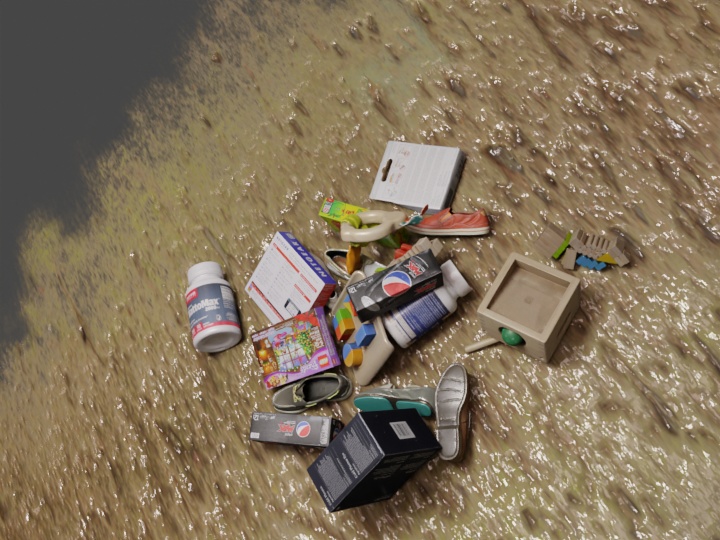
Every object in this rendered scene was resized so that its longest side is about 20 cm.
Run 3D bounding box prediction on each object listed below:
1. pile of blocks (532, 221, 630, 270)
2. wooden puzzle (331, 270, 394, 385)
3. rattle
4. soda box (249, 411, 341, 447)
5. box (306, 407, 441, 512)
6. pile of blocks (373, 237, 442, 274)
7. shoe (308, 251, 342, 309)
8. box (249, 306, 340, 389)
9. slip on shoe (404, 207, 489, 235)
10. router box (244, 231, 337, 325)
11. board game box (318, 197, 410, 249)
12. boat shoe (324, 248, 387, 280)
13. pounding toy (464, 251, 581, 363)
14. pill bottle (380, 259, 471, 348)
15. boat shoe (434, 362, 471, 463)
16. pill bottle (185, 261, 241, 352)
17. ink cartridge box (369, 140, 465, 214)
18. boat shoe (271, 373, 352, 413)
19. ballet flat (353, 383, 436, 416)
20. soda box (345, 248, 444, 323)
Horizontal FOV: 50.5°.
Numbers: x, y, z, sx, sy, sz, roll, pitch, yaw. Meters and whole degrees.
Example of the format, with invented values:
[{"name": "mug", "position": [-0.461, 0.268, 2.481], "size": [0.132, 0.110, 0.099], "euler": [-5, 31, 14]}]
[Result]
[{"name": "pile of blocks", "position": [0.472, -0.048, 1.624], "size": [0.197, 0.083, 0.062], "euler": [17, 34, 19]}, {"name": "wooden puzzle", "position": [-0.008, 0.132, 1.693], "size": [0.046, 0.186, 0.202], "euler": [-8, 60, -29]}, {"name": "rattle", "position": [0.059, -0.064, 1.686], "size": [0.196, 0.130, 0.145], "euler": [-7, 99, 2]}, {"name": "soda box", "position": [-0.145, 0.357, 1.703], "size": [0.197, 0.071, 0.064], "euler": [0, 72, 22]}, {"name": "box", "position": [0.027, 0.376, 1.529], "size": [0.183, 0.199, 0.105], "euler": [-51, 57, 22]}, {"name": "pile of blocks", "position": [0.086, -0.017, 1.698], "size": [0.199, 0.062, 0.082], "euler": [-38, 16, 3]}, {"name": "shoe", "position": [-0.105, 0.014, 1.840], "size": [0.070, 0.053, 0.200], "euler": [-44, 60, 1]}, {"name": "box", "position": [-0.152, 0.180, 1.755], "size": [0.198, 0.039, 0.139], "euler": [-23, 83, 29]}, {"name": "slip on shoe", "position": [0.196, -0.113, 1.744], "size": [0.197, 0.074, 0.062], "euler": [-1, 99, 17]}, {"name": "router box", "position": [-0.169, 0.039, 1.820], "size": [0.200, 0.049, 0.181], "euler": [46, 115, 29]}, {"name": "board game box", "position": [0.009, -0.109, 1.812], "size": [0.198, 0.102, 0.048], "euler": [18, 78, 28]}, {"name": "boat shoe", "position": [0.000, 0.000, 1.791], "size": [0.197, 0.068, 0.076], "euler": [16, 74, 24]}, {"name": "pounding toy", "position": [0.332, 0.097, 1.591], "size": [0.182, 0.143, 0.201], "euler": [25, 70, 28]}, {"name": "pill bottle", "position": [0.142, 0.070, 1.680], "size": [0.199, 0.111, 0.112], "euler": [-37, 60, 6]}, {"name": "boat shoe", "position": [0.196, 0.297, 1.595], "size": [0.071, 0.068, 0.203], "euler": [0, 72, 31]}, {"name": "pill bottle", "position": [-0.370, 0.087, 1.889], "size": [0.118, 0.120, 0.202], "euler": [-24, 62, 13]}, {"name": "ink cartridge box", "position": [0.138, -0.224, 1.839], "size": [0.198, 0.057, 0.165], "euler": [10, 75, 35]}, {"name": "boat shoe", "position": [-0.119, 0.276, 1.740], "size": [0.199, 0.060, 0.073], "euler": [-15, 64, 17]}, {"name": "ballet flat", "position": [0.080, 0.278, 1.660], "size": [0.197, 0.068, 0.064], "euler": [-1, 41, 29]}, {"name": "soda box", "position": [0.073, 0.033, 1.600], "size": [0.198, 0.071, 0.064], "euler": [-25, 62, -2]}]
